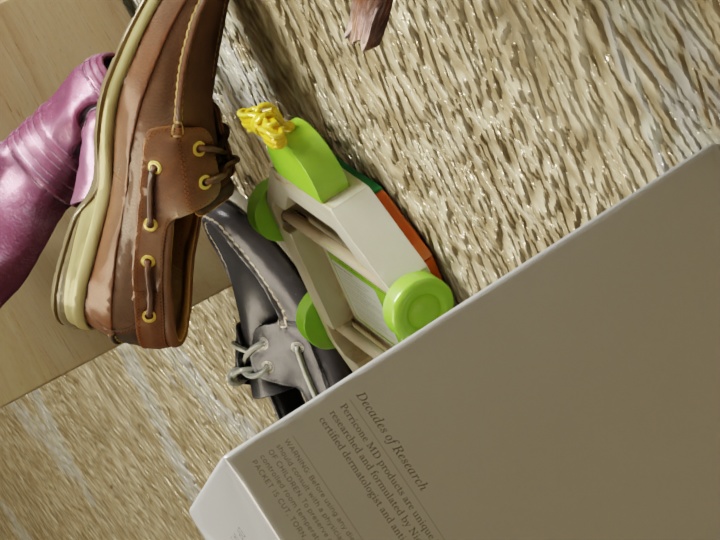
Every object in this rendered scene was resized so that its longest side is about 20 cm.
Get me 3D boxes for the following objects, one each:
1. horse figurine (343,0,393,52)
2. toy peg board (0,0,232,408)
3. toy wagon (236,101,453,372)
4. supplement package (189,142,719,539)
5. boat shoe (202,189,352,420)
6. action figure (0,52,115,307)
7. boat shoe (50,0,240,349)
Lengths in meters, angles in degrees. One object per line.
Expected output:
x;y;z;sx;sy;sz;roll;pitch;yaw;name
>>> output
-0.039;-0.177;1.080;0.200;0.050;0.133;50;164;24;horse figurine
-0.190;-0.052;1.593;0.200;0.199;0.098;62;-179;-18;toy peg board
0.000;0.000;1.358;0.155;0.040;0.200;35;154;55;toy wagon
0.061;0.068;0.972;0.120;0.200;0.121;56;166;6;supplement package
-0.038;0.051;1.542;0.200;0.063;0.073;60;166;-12;boat shoe
-0.159;-0.061;1.471;0.149;0.200;0.134;39;-162;-21;action figure
-0.088;-0.055;1.362;0.068;0.072;0.200;22;113;12;boat shoe
